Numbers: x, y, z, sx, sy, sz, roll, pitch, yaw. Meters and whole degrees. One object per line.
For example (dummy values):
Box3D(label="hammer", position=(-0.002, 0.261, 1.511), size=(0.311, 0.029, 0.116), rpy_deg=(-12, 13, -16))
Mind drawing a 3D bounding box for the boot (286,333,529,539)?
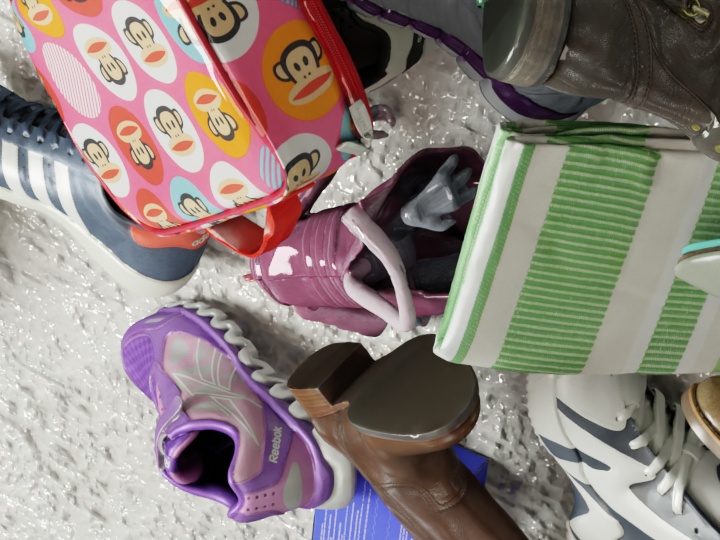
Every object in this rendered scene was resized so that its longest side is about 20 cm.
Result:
Box3D(label="boot", position=(0.063, 0.127, 1.048), size=(0.201, 0.064, 0.186), rpy_deg=(53, 165, -17))

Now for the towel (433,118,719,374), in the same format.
Box3D(label="towel", position=(0.142, -0.009, 0.938), size=(0.198, 0.023, 0.153), rpy_deg=(-1, 132, -17))

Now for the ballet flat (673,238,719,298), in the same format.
Box3D(label="ballet flat", position=(0.237, 0.007, 0.868), size=(0.198, 0.067, 0.064), rpy_deg=(-8, 80, 18))

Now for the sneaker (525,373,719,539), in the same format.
Box3D(label="sneaker", position=(0.165, 0.094, 1.036), size=(0.129, 0.079, 0.201), rpy_deg=(6, 122, 30))

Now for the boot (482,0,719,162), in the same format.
Box3D(label="boot", position=(0.146, -0.130, 0.886), size=(0.173, 0.202, 0.069), rpy_deg=(17, 155, -14))

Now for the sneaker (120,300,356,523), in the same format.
Box3D(label="sneaker", position=(-0.092, 0.087, 1.178), size=(0.200, 0.088, 0.081), rpy_deg=(33, 135, 41))

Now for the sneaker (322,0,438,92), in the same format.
Box3D(label="sneaker", position=(-0.039, -0.118, 1.033), size=(0.199, 0.088, 0.076), rpy_deg=(-16, 111, 42))

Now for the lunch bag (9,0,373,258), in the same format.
Box3D(label="lunch bag", position=(-0.081, -0.088, 0.965), size=(0.199, 0.082, 0.177), rpy_deg=(-8, 114, 60))

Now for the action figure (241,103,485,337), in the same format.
Box3D(label="action figure", position=(0.000, 0.000, 1.039), size=(0.199, 0.149, 0.135), rpy_deg=(-7, 115, 44))

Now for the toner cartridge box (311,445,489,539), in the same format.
Box3D(label="toner cartridge box", position=(0.018, 0.184, 1.222), size=(0.094, 0.043, 0.201), rpy_deg=(23, 129, 22))

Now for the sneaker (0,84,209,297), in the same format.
Box3D(label="sneaker", position=(-0.169, -0.073, 1.166), size=(0.199, 0.075, 0.085), rpy_deg=(33, 135, -1))

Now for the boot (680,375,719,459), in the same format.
Box3D(label="boot", position=(0.256, 0.095, 0.985), size=(0.199, 0.074, 0.076), rpy_deg=(29, 119, 2))

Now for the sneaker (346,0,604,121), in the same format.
Box3D(label="sneaker", position=(0.055, -0.142, 0.923), size=(0.199, 0.075, 0.087), rpy_deg=(31, 153, -29))
